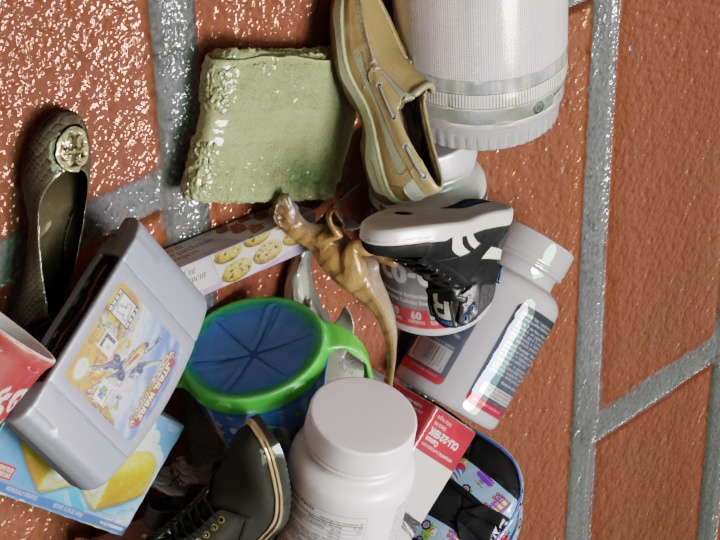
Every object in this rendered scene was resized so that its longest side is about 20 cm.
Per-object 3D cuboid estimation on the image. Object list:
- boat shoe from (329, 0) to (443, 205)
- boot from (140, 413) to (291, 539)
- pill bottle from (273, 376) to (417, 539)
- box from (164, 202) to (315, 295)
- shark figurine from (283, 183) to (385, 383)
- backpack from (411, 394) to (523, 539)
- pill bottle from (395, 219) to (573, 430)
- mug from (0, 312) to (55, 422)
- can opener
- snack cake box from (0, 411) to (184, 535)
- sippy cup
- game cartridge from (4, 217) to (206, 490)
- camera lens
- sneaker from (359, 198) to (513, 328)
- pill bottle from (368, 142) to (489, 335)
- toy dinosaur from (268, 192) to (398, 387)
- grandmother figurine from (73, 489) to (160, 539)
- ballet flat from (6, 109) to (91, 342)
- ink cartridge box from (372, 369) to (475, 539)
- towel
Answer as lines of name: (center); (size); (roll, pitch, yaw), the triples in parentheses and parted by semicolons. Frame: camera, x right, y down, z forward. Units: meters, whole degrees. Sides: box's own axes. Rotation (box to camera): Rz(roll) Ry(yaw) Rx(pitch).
boat shoe: (0.033, -0.161, 1.654); (0.072, 0.076, 0.200); (-27, 103, -48)
boot: (-0.141, 0.220, 1.632); (0.138, 0.077, 0.200); (-15, 137, -25)
pill bottle: (-0.014, 0.198, 1.662); (0.113, 0.113, 0.200); (-25, 143, -37)
box: (-0.124, -0.012, 1.667); (0.200, 0.039, 0.041); (-23, 126, -38)
shark figurine: (-0.037, 0.032, 1.784); (0.090, 0.128, 0.215); (-38, 119, -70)
backpack: (0.083, 0.244, 1.924); (0.183, 0.200, 0.135); (-53, 141, -12)
pill bottle: (0.134, 0.052, 1.930); (0.120, 0.120, 0.200); (32, 87, -52)
mug: (-0.362, 0.097, 1.427); (0.200, 0.177, 0.133); (-54, 177, -2)
can opener: (-0.121, 0.207, 1.744); (0.200, 0.053, 0.067); (3, 113, -40)
snack cake box: (-0.255, 0.141, 1.590); (0.200, 0.067, 0.115); (32, 88, -52)
sippy cup: (-0.086, 0.115, 1.705); (0.140, 0.178, 0.130); (-57, 146, -39)
game cartridge: (-0.203, 0.073, 1.539); (0.133, 0.042, 0.200); (50, 59, -41)
camera lens: (0.109, -0.230, 1.700); (0.160, 0.160, 0.200); (-30, 132, -34)
sneaker: (0.070, 0.001, 1.665); (0.200, 0.073, 0.112); (-10, 110, -51)
pill bottle: (0.067, -0.047, 1.800); (0.114, 0.114, 0.200); (-33, 133, -32)
toy dinosaur: (0.000, 0.000, 1.692); (0.106, 0.060, 0.200); (-41, 95, -2)
grandmother figurine: (-0.178, 0.244, 1.749); (0.200, 0.061, 0.121); (-18, 122, -45)
ballet flat: (-0.246, -0.031, 1.513); (0.067, 0.046, 0.200); (-7, 117, -47)
ink cartridge box: (-0.005, 0.204, 1.845); (0.084, 0.144, 0.200); (36, 83, -50)
towel: (-0.074, -0.129, 1.655); (0.200, 0.036, 0.148); (-9, 118, -48)
